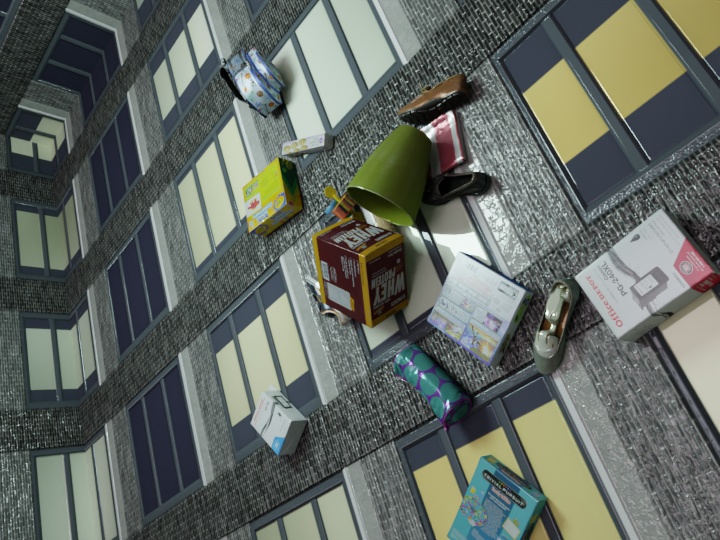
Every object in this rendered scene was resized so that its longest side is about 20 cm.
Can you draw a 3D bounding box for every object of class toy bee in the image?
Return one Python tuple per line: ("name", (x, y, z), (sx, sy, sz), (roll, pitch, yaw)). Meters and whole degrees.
("toy bee", (-0.050, -0.184, 1.649), (0.109, 0.131, 0.199), (-51, 29, -9))

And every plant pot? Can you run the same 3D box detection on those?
("plant pot", (0.089, -0.241, 1.458), (0.185, 0.187, 0.203), (19, 78, 43))

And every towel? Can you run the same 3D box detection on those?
("towel", (0.170, -0.296, 1.508), (0.198, 0.023, 0.147), (-24, 65, 39))

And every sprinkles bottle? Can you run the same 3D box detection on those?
("sprinkles bottle", (0.046, -0.138, 1.577), (0.068, 0.068, 0.202), (-41, 58, 31))

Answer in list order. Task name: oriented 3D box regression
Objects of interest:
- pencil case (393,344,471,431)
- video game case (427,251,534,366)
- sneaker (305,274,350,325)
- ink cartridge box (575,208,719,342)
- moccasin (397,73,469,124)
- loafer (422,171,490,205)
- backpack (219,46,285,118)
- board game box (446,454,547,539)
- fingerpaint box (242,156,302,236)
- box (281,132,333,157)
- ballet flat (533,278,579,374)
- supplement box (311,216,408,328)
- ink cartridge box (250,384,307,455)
("pencil case", (0.163, 0.266, 1.392), (0.093, 0.085, 0.200), (-51, 51, 5))
("video game case", (0.264, 0.083, 1.350), (0.199, 0.045, 0.184), (35, 107, 41))
("sneaker", (-0.093, 0.081, 1.671), (0.199, 0.078, 0.081), (31, 99, 40))
("ink cartridge box", (0.517, 0.014, 1.090), (0.200, 0.083, 0.147), (-45, 56, 29))
("moccasin", (0.177, -0.427, 1.494), (0.200, 0.073, 0.079), (-23, 57, 43))
("loafer", (0.211, -0.204, 1.432), (0.198, 0.062, 0.073), (-8, 76, 43))
("backpack", (-0.329, -0.602, 1.942), (0.153, 0.199, 0.193), (-31, 66, 21))
("board game box", (0.284, 0.520, 1.263), (0.150, 0.046, 0.203), (31, 105, 42))
("fingerpaint box", (-0.280, -0.230, 1.901), (0.199, 0.073, 0.170), (-31, 63, 37))
("box", (-0.164, -0.381, 1.835), (0.198, 0.038, 0.042), (0, 85, 44))
("ballet flat", (0.385, 0.112, 1.216), (0.067, 0.063, 0.204), (22, 99, 43))
("supplement box", (0.000, 0.000, 1.502), (0.198, 0.132, 0.201), (23, 130, 43))
("ink cartridge box", (-0.254, 0.437, 1.779), (0.199, 0.067, 0.118), (33, 106, 42))
